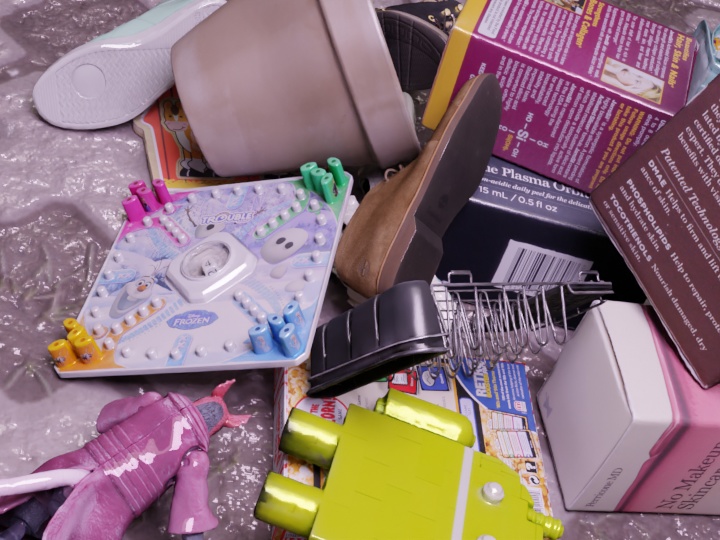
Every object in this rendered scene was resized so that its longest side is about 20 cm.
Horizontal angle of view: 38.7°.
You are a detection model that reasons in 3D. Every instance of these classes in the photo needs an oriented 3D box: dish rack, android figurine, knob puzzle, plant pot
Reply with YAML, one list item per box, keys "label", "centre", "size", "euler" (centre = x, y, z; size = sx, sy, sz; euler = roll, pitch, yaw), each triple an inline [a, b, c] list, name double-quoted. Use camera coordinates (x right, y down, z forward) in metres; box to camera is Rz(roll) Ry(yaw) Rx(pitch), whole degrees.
- label: "dish rack"
  centre: [0.073, 0.044, 0.712]
  size: [0.197, 0.153, 0.056]
  euler: [-1, 75, -30]
- label: "android figurine"
  centre: [0.036, 0.153, 0.654]
  size: [0.196, 0.042, 0.183]
  euler: [20, 34, 2]
- label: "knob puzzle"
  centre: [-0.115, -0.142, 0.966]
  size: [0.215, 0.031, 0.222]
  euler: [10, 46, -10]
- label: "plant pot"
  centre: [-0.057, -0.161, 0.857]
  size: [0.171, 0.201, 0.202]
  euler: [-20, 50, 6]

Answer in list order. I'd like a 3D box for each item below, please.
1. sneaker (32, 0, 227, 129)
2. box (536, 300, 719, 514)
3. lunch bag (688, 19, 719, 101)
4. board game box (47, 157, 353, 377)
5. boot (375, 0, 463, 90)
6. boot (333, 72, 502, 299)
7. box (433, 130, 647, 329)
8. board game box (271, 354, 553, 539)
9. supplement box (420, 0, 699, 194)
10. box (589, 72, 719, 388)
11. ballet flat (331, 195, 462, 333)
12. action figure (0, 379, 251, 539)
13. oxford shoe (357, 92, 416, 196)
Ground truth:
- label: "sneaker"
  centre: [-0.211, -0.197, 0.960]
  size: [0.198, 0.075, 0.118]
  euler: [-27, 24, -9]
- label: "box"
  centre: [0.256, 0.110, 0.790]
  size: [0.196, 0.129, 0.110]
  euler: [4, 47, -15]
- label: "lunch bag"
  centre: [0.373, -0.169, 1.063]
  size: [0.198, 0.172, 0.122]
  euler: [-25, 60, -39]
- label: "board game box"
  centre: [-0.116, -0.008, 0.776]
  size: [0.196, 0.026, 0.202]
  euler: [-5, 43, 17]
- label: "boot"
  centre: [0.065, -0.238, 1.059]
  size: [0.149, 0.075, 0.198]
  euler: [-19, 24, -37]
- label: "boot"
  centre: [0.044, -0.070, 0.790]
  size: [0.075, 0.074, 0.202]
  euler: [20, 75, 36]
- label: "box"
  centre: [0.161, -0.066, 0.932]
  size: [0.193, 0.119, 0.202]
  euler: [14, 44, -6]
- label: "board game box"
  centre: [0.035, 0.129, 0.751]
  size: [0.196, 0.047, 0.153]
  euler: [9, 46, -12]
- label: "supplement box"
  centre: [0.168, -0.159, 0.864]
  size: [0.197, 0.104, 0.132]
  euler: [23, 45, 5]
- label: "box"
  centre: [0.301, -0.052, 0.702]
  size: [0.164, 0.200, 0.166]
  euler: [-19, 72, -33]
- label: "ballet flat"
  centre: [0.000, 0.000, 0.843]
  size: [0.071, 0.073, 0.200]
  euler: [-19, 48, -32]
- label: "action figure"
  centre: [-0.155, 0.121, 0.631]
  size: [0.199, 0.150, 0.133]
  euler: [-37, 60, -26]
- label: "oxford shoe"
  centre: [0.027, -0.097, 0.950]
  size: [0.056, 0.076, 0.202]
  euler: [-3, 45, 7]
